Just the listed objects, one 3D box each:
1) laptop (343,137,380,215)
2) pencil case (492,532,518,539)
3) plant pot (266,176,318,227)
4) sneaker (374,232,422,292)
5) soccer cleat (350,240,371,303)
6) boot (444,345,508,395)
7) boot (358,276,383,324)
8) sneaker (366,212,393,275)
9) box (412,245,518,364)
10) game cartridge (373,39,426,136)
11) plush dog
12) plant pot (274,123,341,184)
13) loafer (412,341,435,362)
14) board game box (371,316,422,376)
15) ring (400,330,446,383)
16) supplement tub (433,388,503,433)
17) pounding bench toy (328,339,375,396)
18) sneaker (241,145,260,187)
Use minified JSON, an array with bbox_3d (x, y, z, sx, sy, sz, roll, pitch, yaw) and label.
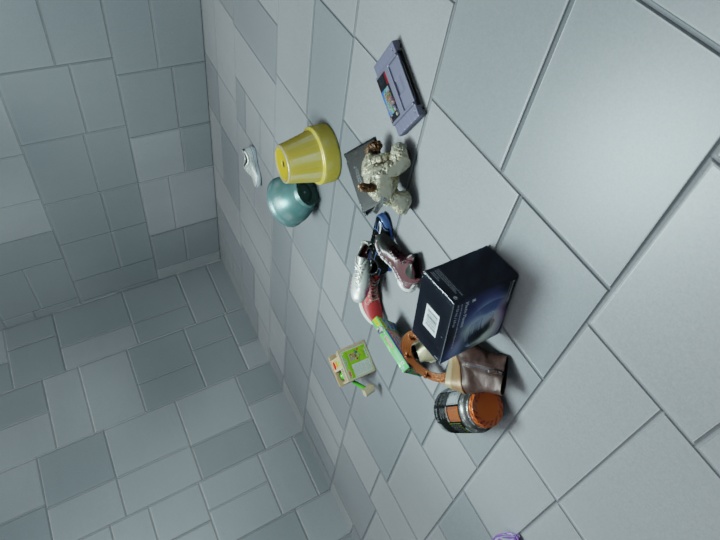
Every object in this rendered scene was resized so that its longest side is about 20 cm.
[{"bbox_3d":[0.028,-0.286,1.753,0.197,0.115,0.192,-20,89,38],"label":"laptop"},{"bbox_3d":[0.432,0.845,1.577,0.084,0.083,0.205,-17,94,31],"label":"pencil case"},{"bbox_3d":[-0.246,-0.285,2.165,0.132,0.198,0.206,-17,91,38],"label":"plant pot"},{"bbox_3d":[0.125,-0.044,1.651,0.203,0.075,0.116,57,148,9],"label":"sneaker"},{"bbox_3d":[0.000,0.000,1.821,0.086,0.068,0.206,36,-116,-66],"label":"soccer cleat"},{"bbox_3d":[0.302,0.215,1.431,0.163,0.072,0.206,-4,67,38],"label":"boot"},{"bbox_3d":[0.043,0.077,1.903,0.144,0.071,0.205,-41,66,63],"label":"boot"},{"bbox_3d":[0.056,-0.076,1.754,0.070,0.076,0.205,35,137,53],"label":"sneaker"},{"bbox_3d":[0.241,0.079,1.311,0.124,0.194,0.204,47,147,37],"label":"box"},{"bbox_3d":[0.097,-0.466,1.451,0.129,0.038,0.205,-27,81,62],"label":"game cartridge"},{"bbox_3d":[0.052,-0.261,1.565,0.172,0.156,0.205,-121,22,-60],"label":"plush dog"},{"bbox_3d":[-0.190,-0.388,1.941,0.201,0.185,0.205,46,145,45],"label":"plant pot"},{"bbox_3d":[0.202,0.239,1.665,0.078,0.067,0.200,68,156,6],"label":"loafer"},{"bbox_3d":[0.122,0.242,1.788,0.134,0.029,0.202,28,-155,-57],"label":"board game box"},{"bbox_3d":[0.201,0.252,1.613,0.196,0.019,0.204,22,138,21],"label":"ring"},{"bbox_3d":[0.288,0.371,1.505,0.126,0.120,0.200,68,156,7],"label":"supplement tub"},{"bbox_3d":[-0.024,0.403,2.205,0.205,0.121,0.156,67,156,11],"label":"pounding bench toy"},{"bbox_3d":[-0.542,-0.507,2.764,0.073,0.069,0.206,25,128,58],"label":"sneaker"}]
